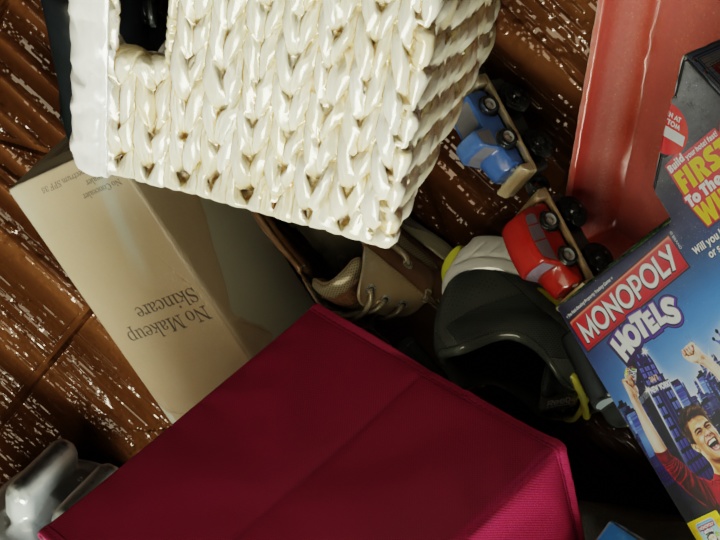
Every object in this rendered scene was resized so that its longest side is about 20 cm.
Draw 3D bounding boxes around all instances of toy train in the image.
[{"bbox_3d":[0.095,-0.013,0.798,0.202,0.045,0.034,65,150,15],"label":"toy train"}]

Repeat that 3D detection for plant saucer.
[{"bbox_3d":[0.186,-0.048,0.733,0.199,0.036,0.202,35,134,36],"label":"plant saucer"}]

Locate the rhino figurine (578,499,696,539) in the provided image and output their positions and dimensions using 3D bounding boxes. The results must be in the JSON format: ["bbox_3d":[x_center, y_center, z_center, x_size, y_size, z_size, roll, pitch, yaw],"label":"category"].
[{"bbox_3d":[0.153,0.173,0.948,0.198,0.060,0.088,6,132,34],"label":"rhino figurine"}]

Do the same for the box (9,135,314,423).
[{"bbox_3d":[-0.106,0.001,0.949,0.094,0.078,0.201,-20,112,36],"label":"box"}]

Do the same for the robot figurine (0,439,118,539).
[{"bbox_3d":[-0.211,0.217,1.143,0.168,0.113,0.202,26,133,23],"label":"robot figurine"}]

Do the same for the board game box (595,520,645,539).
[{"bbox_3d":[0.123,0.256,0.805,0.056,0.201,0.196,30,168,42],"label":"board game box"}]

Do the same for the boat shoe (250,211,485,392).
[{"bbox_3d":[0.000,0.000,0.894,0.200,0.072,0.075,48,132,-10],"label":"boat shoe"}]

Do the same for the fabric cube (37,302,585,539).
[{"bbox_3d":[-0.009,0.178,0.830,0.199,0.199,0.198,27,145,43],"label":"fabric cube"}]

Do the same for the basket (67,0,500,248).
[{"bbox_3d":[-0.019,-0.151,0.714,0.159,0.201,0.200,17,131,9],"label":"basket"}]

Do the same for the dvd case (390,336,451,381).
[{"bbox_3d":[0.033,0.116,0.946,0.143,0.018,0.200,48,154,-4],"label":"dvd case"}]

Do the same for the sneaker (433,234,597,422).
[{"bbox_3d":[0.129,0.050,0.841,0.197,0.085,0.075,14,140,12],"label":"sneaker"}]

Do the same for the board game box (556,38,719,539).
[{"bbox_3d":[0.181,0.009,0.690,0.201,0.061,0.200,61,145,10],"label":"board game box"}]

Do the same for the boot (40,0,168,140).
[{"bbox_3d":[-0.131,-0.130,0.796,0.075,0.201,0.170,-11,118,-2],"label":"boot"}]
